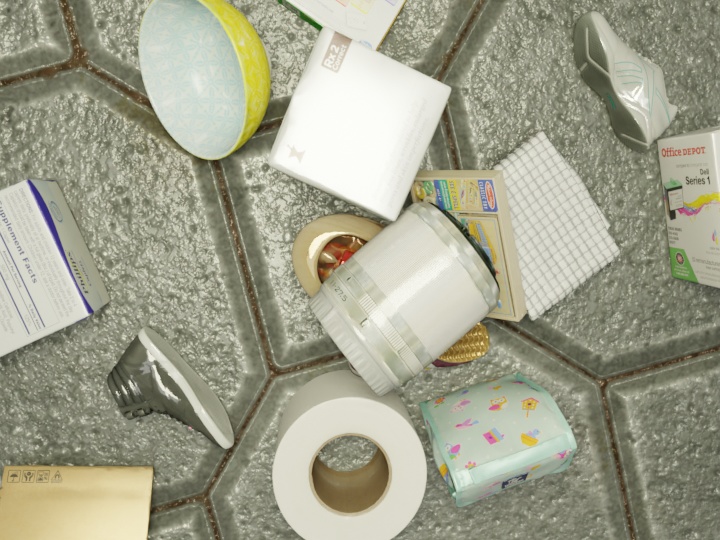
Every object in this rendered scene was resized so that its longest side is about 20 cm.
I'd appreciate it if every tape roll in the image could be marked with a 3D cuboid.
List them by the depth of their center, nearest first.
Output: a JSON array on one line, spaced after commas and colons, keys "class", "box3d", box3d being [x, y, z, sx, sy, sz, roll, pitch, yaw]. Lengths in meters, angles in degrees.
[{"class": "tape roll", "box3d": [-0.017, 0.250, 0.946, 0.198, 0.139, 0.208, -1, 97, -4]}]

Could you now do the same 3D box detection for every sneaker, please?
[{"class": "sneaker", "box3d": [0.360, -0.268, 0.958, 0.080, 0.070, 0.202, -36, 104, -9]}, {"class": "sneaker", "box3d": [-0.263, 0.184, 0.960, 0.099, 0.071, 0.201, -41, 91, 3]}, {"class": "sneaker", "box3d": [0.079, 0.106, 0.970, 0.196, 0.090, 0.077, -5, 75, -12]}]

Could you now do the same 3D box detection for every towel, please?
[{"class": "towel", "box3d": [0.236, -0.061, 0.960, 0.165, 0.086, 0.201, -37, 96, -1]}]

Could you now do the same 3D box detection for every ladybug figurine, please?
[{"class": "ladybug figurine", "box3d": [0.000, 0.000, 0.953, 0.197, 0.072, 0.138, 27, 92, -7]}]

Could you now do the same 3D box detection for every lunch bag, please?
[{"class": "lunch bag", "box3d": [0.179, 0.226, 0.927, 0.167, 0.200, 0.124, -18, 97, -3]}]

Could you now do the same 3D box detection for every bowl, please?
[{"class": "bowl", "box3d": [-0.175, -0.253, 0.885, 0.107, 0.198, 0.203, -33, 100, -43]}]

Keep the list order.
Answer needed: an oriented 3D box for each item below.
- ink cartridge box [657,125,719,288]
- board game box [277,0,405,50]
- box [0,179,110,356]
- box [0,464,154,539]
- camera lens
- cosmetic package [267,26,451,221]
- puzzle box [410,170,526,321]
[{"class": "ink cartridge box", "box3d": [0.479, -0.089, 0.940, 0.082, 0.145, 0.204, -10, 97, -3]}, {"class": "board game box", "box3d": [0.003, -0.404, 0.925, 0.152, 0.040, 0.202, 32, 93, -7]}, {"class": "box", "box3d": [-0.459, 0.006, 0.906, 0.197, 0.105, 0.187, -23, 97, 0]}, {"class": "box", "box3d": [-0.384, 0.347, 0.938, 0.196, 0.021, 0.167, 5, 67, -14]}, {"class": "camera lens", "box3d": [0.056, 0.031, 0.843, 0.199, 0.160, 0.161, -40, 97, -2]}, {"class": "cosmetic package", "box3d": [-0.004, -0.170, 0.869, 0.162, 0.200, 0.168, 23, 95, -4]}, {"class": "puzzle box", "box3d": [0.140, -0.032, 0.913, 0.025, 0.131, 0.203, -38, 122, -40]}]
